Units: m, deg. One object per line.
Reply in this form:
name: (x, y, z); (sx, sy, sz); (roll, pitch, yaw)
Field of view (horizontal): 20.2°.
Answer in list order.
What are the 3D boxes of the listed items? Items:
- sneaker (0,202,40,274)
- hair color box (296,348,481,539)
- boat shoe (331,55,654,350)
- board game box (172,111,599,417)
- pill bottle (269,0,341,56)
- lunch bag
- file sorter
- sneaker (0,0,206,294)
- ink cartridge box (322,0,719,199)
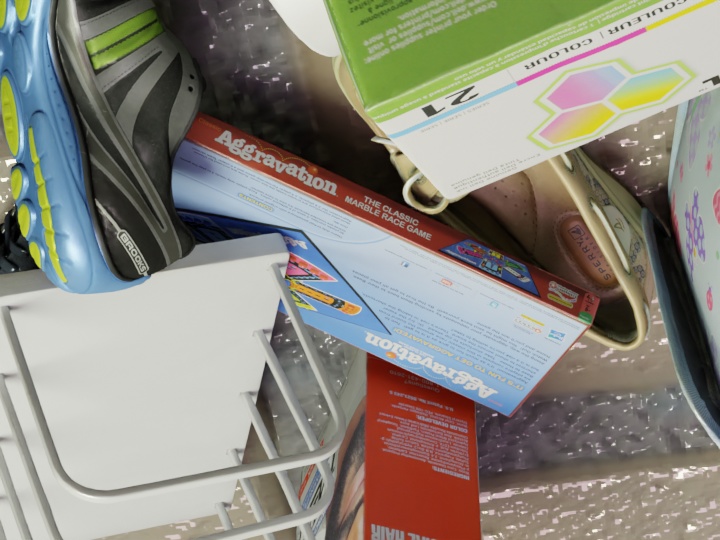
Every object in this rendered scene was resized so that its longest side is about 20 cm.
sneaker: (-0.182, 0.003, 0.943); (0.146, 0.077, 0.202); (4, 129, -6)
hair color box: (0.011, 0.137, 0.967); (0.064, 0.200, 0.111); (16, 126, -12)
boat shoe: (0.068, -0.041, 0.916); (0.200, 0.063, 0.073); (38, 120, -24)
board game box: (0.000, 0.000, 0.932); (0.200, 0.019, 0.103); (25, 146, -5)
pill bottle: (0.053, -0.167, 0.787); (0.200, 0.114, 0.114); (-26, 123, 19)
lunch bag: (0.192, 0.000, 0.879); (0.127, 0.170, 0.200); (0, 129, -3)
file sorter: (-0.095, 0.102, 0.922); (0.139, 0.125, 0.200); (-10, 141, -22)
sneaker: (-0.109, -0.091, 0.850); (0.083, 0.071, 0.200); (-10, 96, -31)
ink cartridge box: (0.088, -0.084, 0.755); (0.148, 0.076, 0.200); (-23, 157, 12)
